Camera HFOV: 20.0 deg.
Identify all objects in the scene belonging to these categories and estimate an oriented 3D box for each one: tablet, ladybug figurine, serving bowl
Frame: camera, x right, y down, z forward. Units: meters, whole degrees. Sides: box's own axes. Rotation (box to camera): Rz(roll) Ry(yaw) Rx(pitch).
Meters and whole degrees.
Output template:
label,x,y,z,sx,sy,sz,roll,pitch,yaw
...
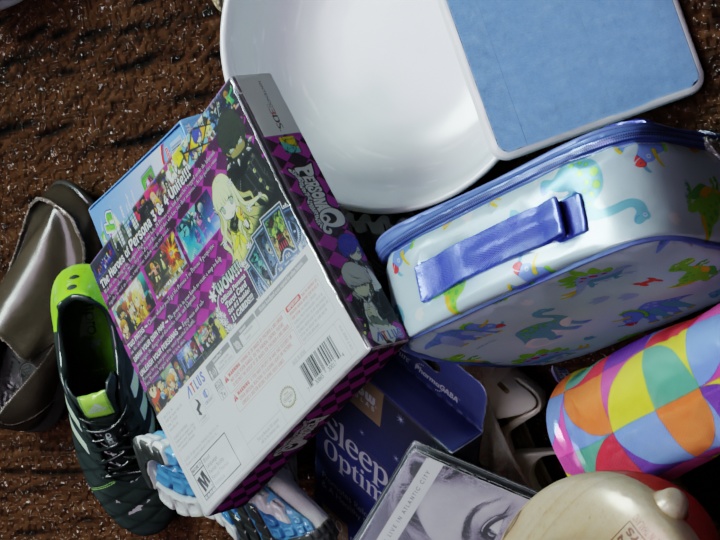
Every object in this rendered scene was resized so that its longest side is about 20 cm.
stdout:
label,x,y,z,sx,sy,sz,roll,pitch,yaw
tablet,0.102,-0.175,1.137,0.129,0.014,0.201,-19,89,-4
ladybug figurine,0.140,0.180,1.118,0.136,0.072,0.200,49,139,20
serving bowl,0.019,-0.136,1.206,0.198,0.066,0.202,2,96,19

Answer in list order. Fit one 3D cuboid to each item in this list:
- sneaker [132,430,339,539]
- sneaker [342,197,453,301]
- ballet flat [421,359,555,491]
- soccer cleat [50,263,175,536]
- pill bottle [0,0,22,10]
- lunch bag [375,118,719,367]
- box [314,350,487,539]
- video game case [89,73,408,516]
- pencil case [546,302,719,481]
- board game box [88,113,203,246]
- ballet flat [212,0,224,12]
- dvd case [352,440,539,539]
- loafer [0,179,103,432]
label,x,y,z,sx,sy,sz,roll,pitch,yaw
sneaker,-0.066,0.126,1.309,0.199,0.086,0.075,23,140,51
sneaker,0.000,0.000,1.268,0.199,0.066,0.091,-1,102,40
ballet flat,0.096,0.102,1.227,0.062,0.067,0.201,-23,94,20
soccer cleat,-0.173,0.095,1.385,0.067,0.081,0.201,-13,105,4
pill bottle,-0.290,-0.278,1.388,0.108,0.108,0.201,-30,82,37
lunch bag,0.118,-0.012,1.112,0.199,0.160,0.083,-27,69,39
box,0.021,0.115,1.242,0.121,0.032,0.201,39,142,33
video game case,-0.072,0.017,1.183,0.200,0.036,0.182,-48,63,43
pencil case,0.186,0.061,1.107,0.200,0.088,0.089,-31,81,48
board game box,-0.107,-0.001,1.312,0.200,0.036,0.152,-30,81,62
ballet flat,-0.052,-0.252,1.249,0.065,0.070,0.201,50,122,34
dvd case,0.087,0.194,1.202,0.199,0.016,0.149,24,120,-11
loafer,-0.229,0.033,1.435,0.073,0.071,0.201,29,116,28
